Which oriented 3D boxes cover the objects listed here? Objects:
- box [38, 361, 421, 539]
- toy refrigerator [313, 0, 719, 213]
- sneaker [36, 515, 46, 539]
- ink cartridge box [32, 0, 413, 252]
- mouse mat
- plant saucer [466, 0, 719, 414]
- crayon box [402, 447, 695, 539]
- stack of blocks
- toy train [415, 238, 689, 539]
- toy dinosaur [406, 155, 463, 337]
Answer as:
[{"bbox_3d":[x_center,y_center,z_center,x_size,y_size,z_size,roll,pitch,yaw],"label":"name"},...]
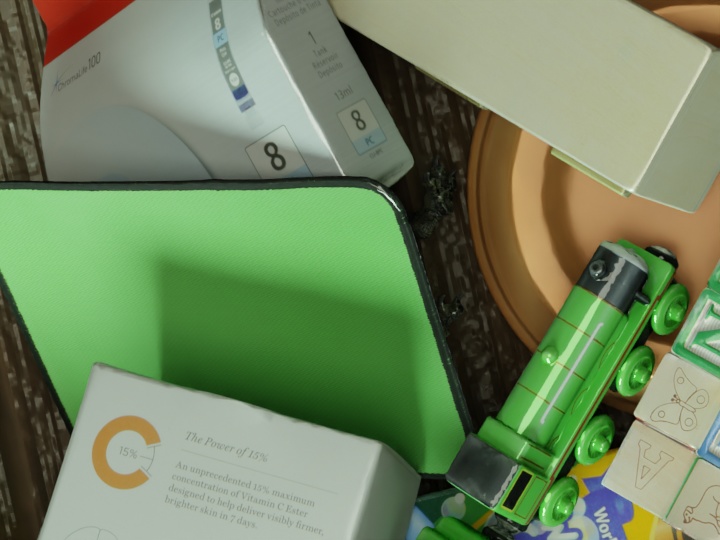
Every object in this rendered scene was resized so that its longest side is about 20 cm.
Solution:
[{"bbox_3d":[-0.067,0.154,0.923,0.124,0.097,0.201,14,80,15],"label":"box"},{"bbox_3d":[0.055,-0.098,0.928,0.200,0.076,0.070,32,99,25],"label":"toy refrigerator"},{"bbox_3d":[-0.055,0.141,1.007,0.199,0.079,0.096,17,86,7],"label":"sneaker"},{"bbox_3d":[-0.086,-0.094,0.956,0.160,0.047,0.201,-27,94,46],"label":"ink cartridge box"},{"bbox_3d":[-0.056,0.026,0.960,0.199,0.008,0.161,2,131,25],"label":"mouse mat"},{"bbox_3d":[0.141,-0.033,0.968,0.199,0.037,0.201,1,95,11],"label":"plant saucer"},{"bbox_3d":[0.122,0.137,0.959,0.199,0.052,0.126,-15,70,11],"label":"crayon box"},{"bbox_3d":[0.194,0.025,0.897,0.115,0.059,0.201,29,92,21],"label":"stack of blocks"},{"bbox_3d":[0.067,0.074,0.926,0.042,0.056,0.201,29,89,37],"label":"toy train"},{"bbox_3d":[0.000,0.000,0.993,0.088,0.047,0.201,-10,95,28],"label":"toy dinosaur"}]
